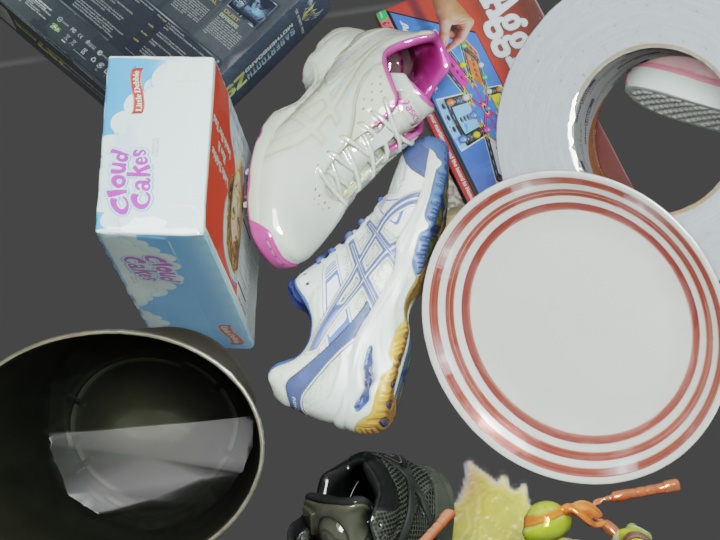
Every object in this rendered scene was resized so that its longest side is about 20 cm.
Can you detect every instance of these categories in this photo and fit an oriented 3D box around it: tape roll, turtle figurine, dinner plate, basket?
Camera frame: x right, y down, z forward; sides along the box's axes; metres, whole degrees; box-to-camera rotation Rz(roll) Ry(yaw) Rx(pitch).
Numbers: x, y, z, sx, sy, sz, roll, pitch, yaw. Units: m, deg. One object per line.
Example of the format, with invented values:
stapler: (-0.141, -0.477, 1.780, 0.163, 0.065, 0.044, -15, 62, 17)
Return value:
tape roll: (0.187, -0.084, 1.493, 0.200, 0.066, 0.201, 0, 90, 18)
turtle figurine: (0.134, 0.200, 1.429, 0.200, 0.064, 0.162, -12, 81, -32)
dinner plate: (0.132, 0.034, 1.475, 0.200, 0.024, 0.201, 9, 112, 23)
basket: (-0.129, 0.095, 1.424, 0.180, 0.200, 0.136, -6, 92, 7)

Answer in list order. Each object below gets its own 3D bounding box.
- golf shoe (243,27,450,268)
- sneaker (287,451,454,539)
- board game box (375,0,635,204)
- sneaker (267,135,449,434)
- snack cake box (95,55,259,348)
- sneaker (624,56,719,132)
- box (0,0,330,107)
golf shoe: (-0.008, -0.086, 1.529, 0.091, 0.075, 0.200, -7, 44, 36)
sneaker: (0.005, 0.199, 1.425, 0.076, 0.114, 0.200, -14, 64, 34)
board game box: (0.096, -0.105, 1.592, 0.103, 0.019, 0.200, -23, 68, -5)
sneaker: (0.000, 0.000, 1.531, 0.088, 0.075, 0.200, 14, 70, 11)
snack cake box: (-0.108, -0.037, 1.488, 0.067, 0.200, 0.115, 1, 68, 7)
sneaker: (0.279, -0.129, 1.551, 0.200, 0.075, 0.105, 21, 77, 18)
box: (-0.144, -0.191, 1.633, 0.200, 0.051, 0.158, 39, 77, 19)
